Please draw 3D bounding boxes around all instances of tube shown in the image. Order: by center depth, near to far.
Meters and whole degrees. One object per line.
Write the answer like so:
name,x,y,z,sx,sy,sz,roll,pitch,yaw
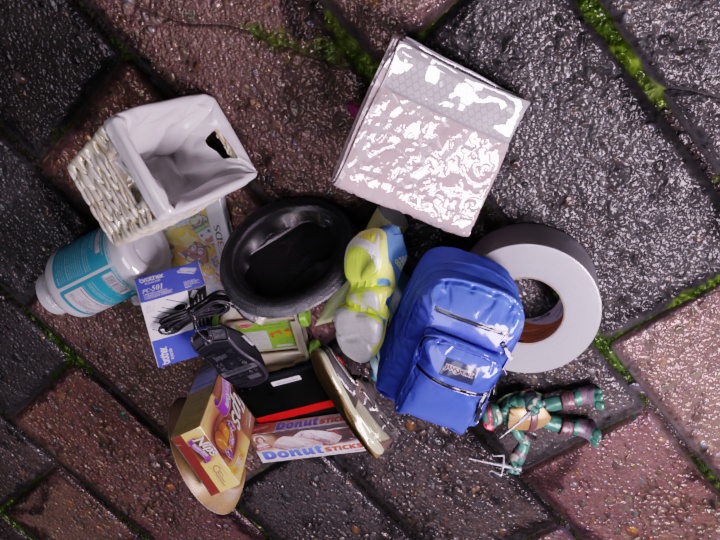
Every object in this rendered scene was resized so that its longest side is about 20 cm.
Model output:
tube,0.000,0.000,1.036,0.057,0.052,0.202,20,121,-17

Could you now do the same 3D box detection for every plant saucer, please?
plant saucer,-0.240,0.292,1.183,0.035,0.201,0.202,-28,110,9

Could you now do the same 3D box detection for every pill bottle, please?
pill bottle,-0.385,0.000,1.072,0.197,0.111,0.112,-21,112,22

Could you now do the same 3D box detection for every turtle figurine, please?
turtle figurine,0.254,0.221,1.075,0.195,0.102,0.152,-6,133,-1

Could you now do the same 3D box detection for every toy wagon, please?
toy wagon,-0.149,0.083,1.115,0.152,0.040,0.203,-6,124,10

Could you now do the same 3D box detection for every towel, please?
towel,0.088,-0.157,0.886,0.197,0.032,0.194,19,106,-19

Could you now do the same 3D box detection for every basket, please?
basket,-0.254,-0.130,0.939,0.122,0.200,0.137,-28,96,32

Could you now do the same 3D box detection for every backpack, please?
backpack,0.122,0.088,0.918,0.160,0.169,0.203,17,114,-10

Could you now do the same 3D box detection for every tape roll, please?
tape roll,0.228,0.040,1.000,0.196,0.066,0.204,6,120,11

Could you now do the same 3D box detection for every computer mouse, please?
computer mouse,-0.182,0.093,1.059,0.139,0.047,0.200,-25,132,23

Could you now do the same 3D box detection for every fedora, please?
fedora,-0.093,-0.005,1.013,0.196,0.204,0.092,4,151,11

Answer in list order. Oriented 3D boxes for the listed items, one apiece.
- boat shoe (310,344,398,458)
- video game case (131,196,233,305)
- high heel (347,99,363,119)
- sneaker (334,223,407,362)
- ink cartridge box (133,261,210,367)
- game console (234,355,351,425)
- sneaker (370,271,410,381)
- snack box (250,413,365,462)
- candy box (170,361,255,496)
boat shoe,-0.008,0.188,1.094,0.064,0.073,0.202,-35,112,-19
video game case,-0.282,-0.031,1.109,0.196,0.023,0.185,-1,118,14
high heel,0.054,-0.137,0.939,0.198,0.068,0.097,30,111,-8
sneaker,0.024,0.027,0.959,0.075,0.105,0.203,29,132,23
ink cartridge box,-0.272,0.069,1.079,0.092,0.045,0.201,-16,151,-18
game console,-0.084,0.220,1.182,0.197,0.031,0.179,-17,121,21
sneaker,0.049,0.100,1.070,0.129,0.080,0.202,-24,110,23
snack box,-0.083,0.273,1.186,0.196,0.025,0.073,-11,125,17
candy box,-0.222,0.236,1.137,0.056,0.201,0.118,-23,111,12
